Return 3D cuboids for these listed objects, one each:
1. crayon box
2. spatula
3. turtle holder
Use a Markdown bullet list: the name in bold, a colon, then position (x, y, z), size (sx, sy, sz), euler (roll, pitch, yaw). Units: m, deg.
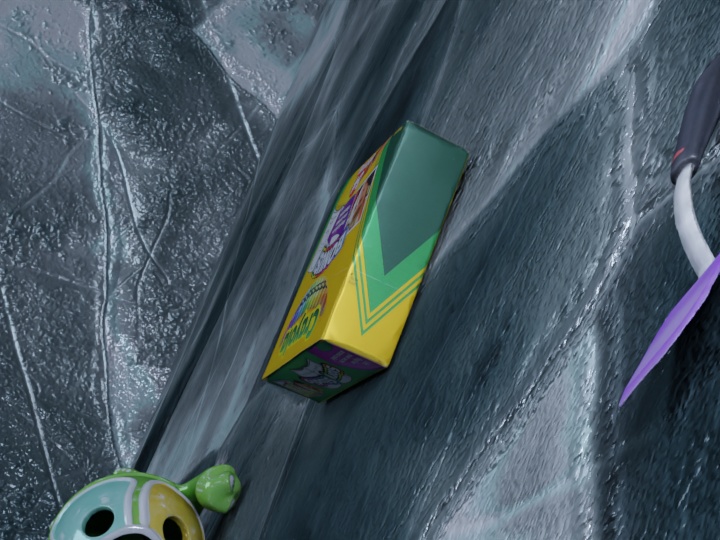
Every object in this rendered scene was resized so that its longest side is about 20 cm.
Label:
- **crayon box**: position (0.000, 0.000, 1.296), size (0.173, 0.058, 0.200), euler (-67, 9, -17)
- **spatula**: position (0.133, -0.027, 0.692), size (0.200, 0.020, 0.057), euler (-73, 10, -45)
- **turtle holder**: position (-0.196, 0.255, 1.576), size (0.132, 0.185, 0.142), euler (-176, 79, -81)
